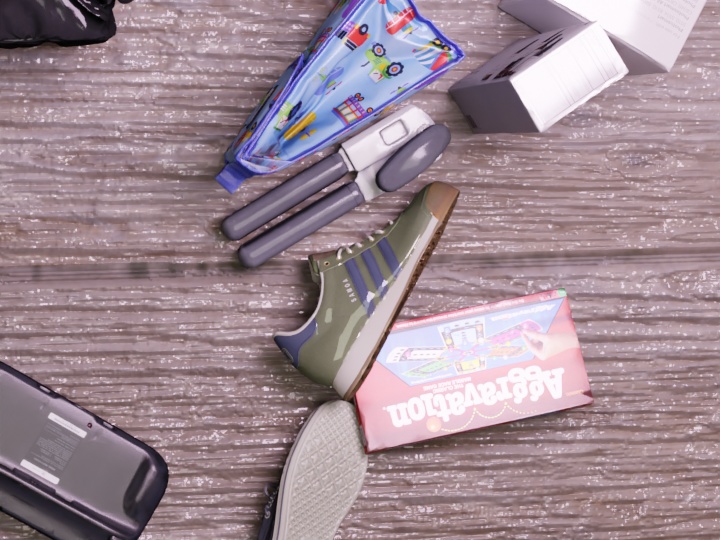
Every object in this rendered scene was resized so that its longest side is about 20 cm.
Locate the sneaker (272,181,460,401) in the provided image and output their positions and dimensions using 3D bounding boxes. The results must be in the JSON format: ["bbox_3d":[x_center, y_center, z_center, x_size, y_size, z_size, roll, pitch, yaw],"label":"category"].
[{"bbox_3d":[0.000,0.000,1.256,0.090,0.067,0.201,27,78,7],"label":"sneaker"}]

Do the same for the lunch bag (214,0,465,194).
[{"bbox_3d":[-0.033,-0.131,1.196,0.200,0.151,0.094,-44,101,-5],"label":"lunch bag"}]

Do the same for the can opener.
[{"bbox_3d":[-0.018,-0.069,1.247,0.200,0.067,0.053,-31,99,-7],"label":"can opener"}]

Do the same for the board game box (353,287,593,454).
[{"bbox_3d":[0.090,0.084,1.291,0.199,0.019,0.103,-12,80,-9],"label":"board game box"}]

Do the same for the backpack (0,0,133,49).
[{"bbox_3d":[-0.268,-0.269,1.153,0.166,0.127,0.201,-6,95,-22],"label":"backpack"}]

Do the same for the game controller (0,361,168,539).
[{"bbox_3d":[-0.257,0.155,1.243,0.200,0.042,0.105,32,74,-12],"label":"game controller"}]

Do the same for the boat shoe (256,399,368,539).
[{"bbox_3d":[-0.049,0.203,1.269,0.074,0.062,0.201,23,76,-27],"label":"boat shoe"}]

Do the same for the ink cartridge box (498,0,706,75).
[{"bbox_3d":[0.213,-0.254,1.243,0.125,0.129,0.201,28,89,-11],"label":"ink cartridge box"}]

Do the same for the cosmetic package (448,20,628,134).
[{"bbox_3d":[0.134,-0.150,1.200,0.082,0.200,0.051,-33,99,-6],"label":"cosmetic package"}]
